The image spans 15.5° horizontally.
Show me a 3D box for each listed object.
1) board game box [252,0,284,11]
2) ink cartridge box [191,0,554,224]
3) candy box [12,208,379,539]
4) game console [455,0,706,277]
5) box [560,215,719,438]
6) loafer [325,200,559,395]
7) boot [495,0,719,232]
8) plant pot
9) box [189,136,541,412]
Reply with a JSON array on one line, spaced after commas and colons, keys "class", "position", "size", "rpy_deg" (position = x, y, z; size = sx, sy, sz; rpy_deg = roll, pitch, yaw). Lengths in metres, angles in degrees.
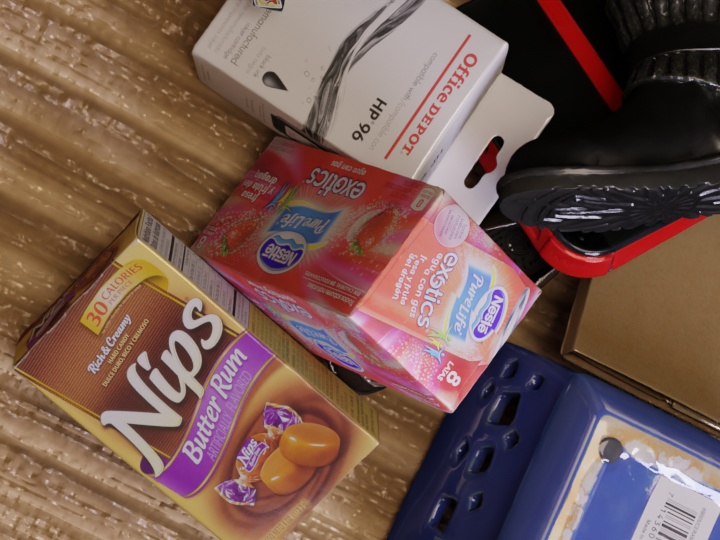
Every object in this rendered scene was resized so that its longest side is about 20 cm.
[{"class": "board game box", "position": [-0.040, -0.266, 1.582], "size": [0.023, 0.105, 0.201], "rpy_deg": [6, 58, 2]}, {"class": "ink cartridge box", "position": [0.011, -0.117, 1.627], "size": [0.200, 0.068, 0.116], "rpy_deg": [33, 80, 6]}, {"class": "candy box", "position": [-0.099, 0.073, 1.615], "size": [0.200, 0.056, 0.117], "rpy_deg": [41, 105, -14]}, {"class": "game console", "position": [0.151, -0.108, 1.696], "size": [0.176, 0.031, 0.200], "rpy_deg": [-27, 76, -22]}, {"class": "box", "position": [0.222, 0.000, 1.728], "size": [0.163, 0.021, 0.201], "rpy_deg": [26, 63, -18]}, {"class": "loafer", "position": [0.062, 0.007, 1.681], "size": [0.200, 0.071, 0.073], "rpy_deg": [-38, 102, -15]}, {"class": "boot", "position": [0.169, -0.111, 1.641], "size": [0.210, 0.079, 0.158], "rpy_deg": [-6, 71, -20]}, {"class": "plant pot", "position": [0.148, 0.170, 1.657], "size": [0.199, 0.180, 0.201], "rpy_deg": [27, 83, -17]}, {"class": "box", "position": [0.000, 0.000, 1.584], "size": [0.103, 0.200, 0.095], "rpy_deg": [44, 78, -32]}]
